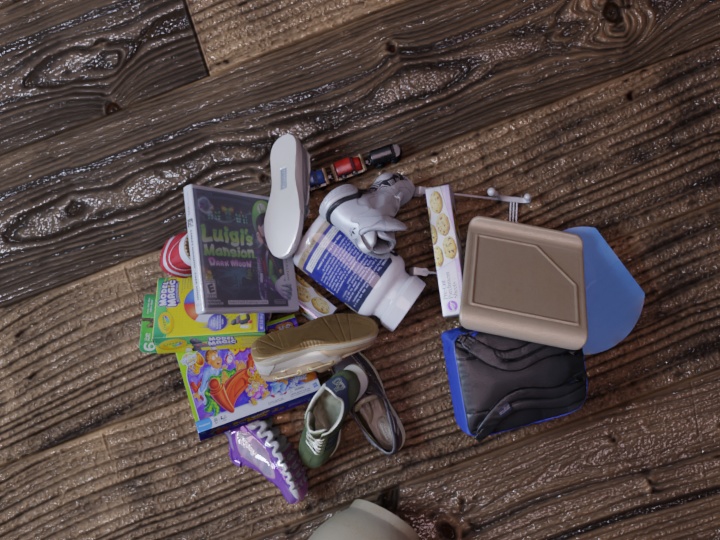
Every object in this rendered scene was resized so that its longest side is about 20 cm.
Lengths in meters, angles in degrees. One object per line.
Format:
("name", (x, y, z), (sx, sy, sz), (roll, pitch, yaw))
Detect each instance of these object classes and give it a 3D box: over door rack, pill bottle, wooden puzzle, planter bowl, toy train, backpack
("over door rack", (0.179, -0.057, 1.118), (0.196, 0.067, 0.151), (4, 86, 3))
("pill bottle", (0.000, 0.000, 1.098), (0.199, 0.116, 0.116), (37, 89, 5))
("wooden puzzle", (0.243, 0.017, 1.025), (0.181, 0.038, 0.203), (11, 54, 3))
("planter bowl", (0.011, 0.438, 1.044), (0.198, 0.201, 0.136), (30, 61, 5))
("toy train", (-0.023, -0.169, 1.145), (0.197, 0.046, 0.035), (-20, 85, 1))
("backpack", (0.232, 0.144, 1.050), (0.196, 0.168, 0.166), (-11, 95, -4))

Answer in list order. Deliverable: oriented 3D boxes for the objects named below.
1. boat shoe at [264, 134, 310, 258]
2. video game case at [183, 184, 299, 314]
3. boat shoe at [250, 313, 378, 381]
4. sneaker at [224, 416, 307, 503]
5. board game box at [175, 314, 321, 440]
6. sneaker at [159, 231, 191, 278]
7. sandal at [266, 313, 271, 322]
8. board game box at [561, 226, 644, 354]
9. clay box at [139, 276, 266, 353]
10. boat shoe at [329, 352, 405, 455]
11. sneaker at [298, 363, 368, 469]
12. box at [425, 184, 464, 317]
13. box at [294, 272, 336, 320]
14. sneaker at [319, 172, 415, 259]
("boat shoe", (-0.108, -0.112, 1.088), (0.071, 0.068, 0.204), (-16, 67, 28))
("video game case", (-0.174, -0.028, 1.037), (0.023, 0.198, 0.186), (-14, 80, 36))
("boat shoe", (-0.067, 0.122, 1.057), (0.196, 0.074, 0.070), (-11, 126, -7))
("sneaker", (-0.163, 0.294, 1.110), (0.088, 0.080, 0.201), (-37, 79, 5))
("board game box", (-0.176, 0.165, 1.081), (0.197, 0.045, 0.136), (-17, 65, -17))
("sneaker", (-0.229, -0.049, 1.089), (0.111, 0.199, 0.072), (-20, 97, 41))
("sandal", (-0.247, 0.078, 1.137), (0.198, 0.050, 0.084), (-1, 86, 3))
("board game box", (0.354, 0.034, 1.113), (0.157, 0.039, 0.201), (-38, 90, 0))
("clay box", (-0.247, 0.066, 1.080), (0.196, 0.048, 0.116), (-3, 52, -7))
("boat shoe", (0.010, 0.205, 1.109), (0.073, 0.065, 0.201), (-36, 84, 1))
("sneaker", (-0.063, 0.236, 1.063), (0.067, 0.089, 0.202), (36, 115, 19))
("box", (0.137, -0.030, 1.072), (0.041, 0.039, 0.204), (-9, 82, 18))
("box", (-0.126, 0.018, 1.137), (0.199, 0.039, 0.042), (41, 71, 5))
("sneaker", (0.036, -0.082, 1.064), (0.115, 0.198, 0.076), (49, 131, 21))
